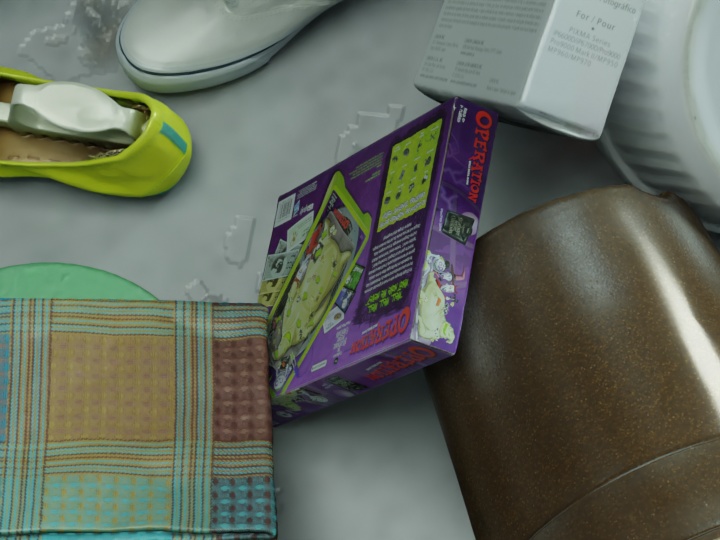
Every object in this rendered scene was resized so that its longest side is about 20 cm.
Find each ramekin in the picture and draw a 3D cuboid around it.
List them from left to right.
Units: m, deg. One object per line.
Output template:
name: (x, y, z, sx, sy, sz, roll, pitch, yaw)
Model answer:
ramekin: (0.207, -0.107, 1.308, 0.201, 0.094, 0.204, -3, 102, -14)

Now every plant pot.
plant pot: (0.124, 0.083, 1.267, 0.199, 0.201, 0.199, -24, 60, 0)

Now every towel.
towel: (-0.141, 0.071, 1.314, 0.199, 0.022, 0.147, 0, 52, -5)

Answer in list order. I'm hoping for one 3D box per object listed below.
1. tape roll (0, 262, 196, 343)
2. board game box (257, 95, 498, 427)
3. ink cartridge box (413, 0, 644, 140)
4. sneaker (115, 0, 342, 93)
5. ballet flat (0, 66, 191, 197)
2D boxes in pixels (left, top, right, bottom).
tape roll: (-0.161, 0.097, 1.379, 0.199, 0.048, 0.202, -3, 69, 8)
board game box: (0.000, 0.000, 1.318, 0.032, 0.200, 0.121, 23, 69, -20)
ink cartridge box: (0.098, -0.166, 1.295, 0.057, 0.162, 0.201, 23, 90, -17)
sneaker: (-0.043, -0.163, 1.441, 0.199, 0.071, 0.073, -30, 68, -2)
ballet flat: (-0.185, -0.081, 1.438, 0.199, 0.067, 0.067, 8, 72, 13)
